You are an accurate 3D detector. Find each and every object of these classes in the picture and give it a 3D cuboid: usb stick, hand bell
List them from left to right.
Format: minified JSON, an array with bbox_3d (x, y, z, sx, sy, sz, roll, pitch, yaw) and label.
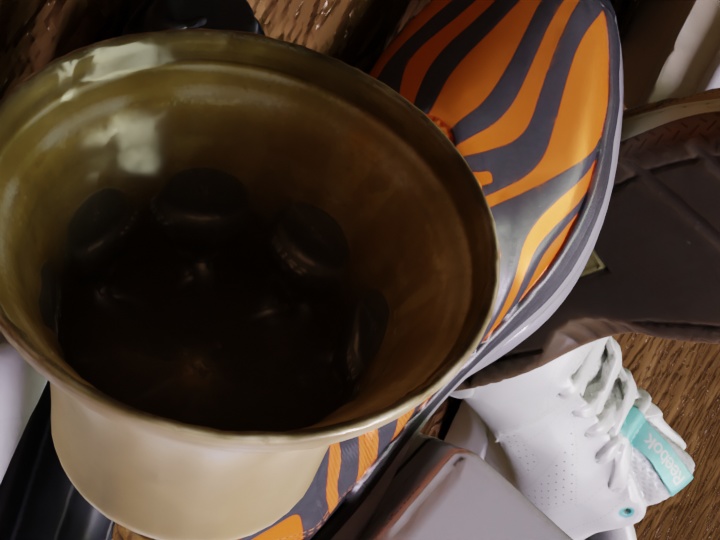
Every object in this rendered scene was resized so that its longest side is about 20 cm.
[{"bbox_3d":[-0.062,0.028,0.674,0.056,0.032,0.201,-83,-169,-63],"label":"usb stick"},{"bbox_3d":[-0.042,0.057,0.627,0.104,0.104,0.200,-47,161,-40],"label":"hand bell"}]

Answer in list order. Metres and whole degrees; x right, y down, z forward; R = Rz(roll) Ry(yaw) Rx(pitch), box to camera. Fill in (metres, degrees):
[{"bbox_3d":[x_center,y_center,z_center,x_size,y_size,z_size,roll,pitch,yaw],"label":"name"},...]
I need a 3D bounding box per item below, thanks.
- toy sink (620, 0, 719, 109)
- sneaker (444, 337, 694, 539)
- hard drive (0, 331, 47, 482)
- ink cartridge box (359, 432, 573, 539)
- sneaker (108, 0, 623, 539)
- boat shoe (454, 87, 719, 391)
[{"bbox_3d":[0.158,-0.065,0.913,0.200,0.130,0.112,-92,-153,-81],"label":"toy sink"},{"bbox_3d":[0.075,0.045,1.017,0.075,0.088,0.200,-52,161,-23],"label":"sneaker"},{"bbox_3d":[-0.134,0.099,0.596,0.201,0.026,0.132,-64,163,10],"label":"hard drive"},{"bbox_3d":[0.049,0.124,0.857,0.084,0.146,0.200,-49,180,-3],"label":"ink cartridge box"},{"bbox_3d":[0.000,0.000,0.743,0.201,0.077,0.112,-61,164,-4],"label":"sneaker"},{"bbox_3d":[0.087,-0.023,0.831,0.076,0.199,0.072,-50,122,-47],"label":"boat shoe"}]
